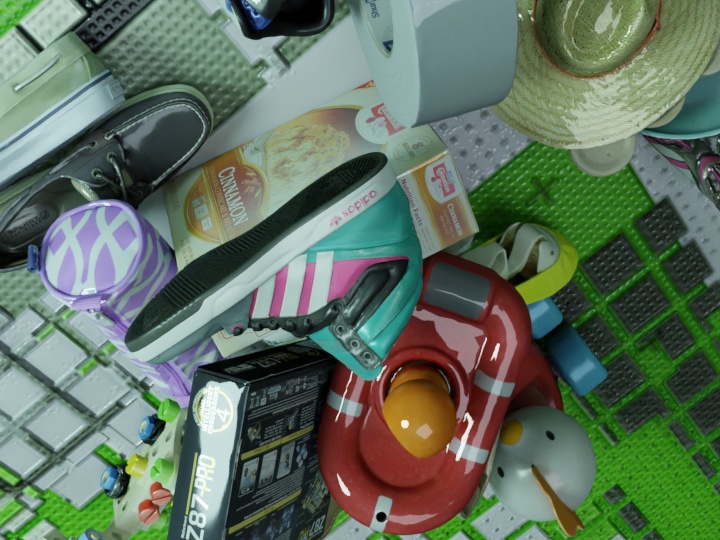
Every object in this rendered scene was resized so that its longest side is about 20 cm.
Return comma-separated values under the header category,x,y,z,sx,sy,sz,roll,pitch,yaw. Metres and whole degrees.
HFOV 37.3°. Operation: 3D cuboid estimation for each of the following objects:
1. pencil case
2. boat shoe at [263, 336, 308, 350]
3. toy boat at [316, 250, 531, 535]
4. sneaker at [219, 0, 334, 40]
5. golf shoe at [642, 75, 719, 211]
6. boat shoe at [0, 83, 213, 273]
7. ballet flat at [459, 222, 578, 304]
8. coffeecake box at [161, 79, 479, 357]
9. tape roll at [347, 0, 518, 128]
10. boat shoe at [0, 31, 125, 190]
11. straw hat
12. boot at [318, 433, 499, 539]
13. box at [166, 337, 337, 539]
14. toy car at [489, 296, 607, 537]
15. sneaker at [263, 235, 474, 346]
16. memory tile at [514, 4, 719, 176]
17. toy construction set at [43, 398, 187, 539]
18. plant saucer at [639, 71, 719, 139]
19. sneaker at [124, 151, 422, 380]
category,x,y,z,sx,sy,sz,roll,pitch,yaw
pencil case,-0.157,0.027,0.782,0.083,0.087,0.200,-17,152,8
boat shoe,-0.080,0.144,0.933,0.060,0.072,0.203,11,113,-49
toy boat,0.041,0.093,0.745,0.129,0.131,0.203,18,102,2
sneaker,-0.084,-0.215,0.681,0.198,0.116,0.081,31,107,-30
golf shoe,0.264,-0.123,0.873,0.072,0.092,0.201,-38,101,9
boat shoe,-0.190,-0.060,0.772,0.198,0.065,0.072,-30,124,2
ballet flat,0.115,-0.002,0.863,0.198,0.067,0.068,-26,144,-34
coffeecake box,-0.035,-0.047,0.774,0.198,0.154,0.074,-26,123,-1
tape roll,0.034,-0.196,0.678,0.065,0.201,0.203,-16,124,-6
boat shoe,-0.258,-0.090,0.741,0.198,0.072,0.063,-33,100,0
straw hat,0.164,-0.182,0.729,0.197,0.085,0.205,1,98,6
boot,0.024,0.167,0.882,0.072,0.154,0.203,1,115,-56
box,-0.068,0.141,0.782,0.048,0.200,0.164,11,97,20
toy car,0.135,0.138,0.914,0.184,0.201,0.177,-38,124,7
sneaker,0.000,0.000,0.875,0.197,0.077,0.081,-20,149,-10
memory tile,0.160,-0.182,0.781,0.200,0.017,0.153,44,99,-2
toy construction set,-0.173,0.187,0.888,0.199,0.132,0.092,-39,123,9
plant saucer,0.239,-0.200,0.798,0.196,0.036,0.204,1,97,6
sneaker,-0.040,0.028,0.679,0.198,0.084,0.122,-33,111,2
